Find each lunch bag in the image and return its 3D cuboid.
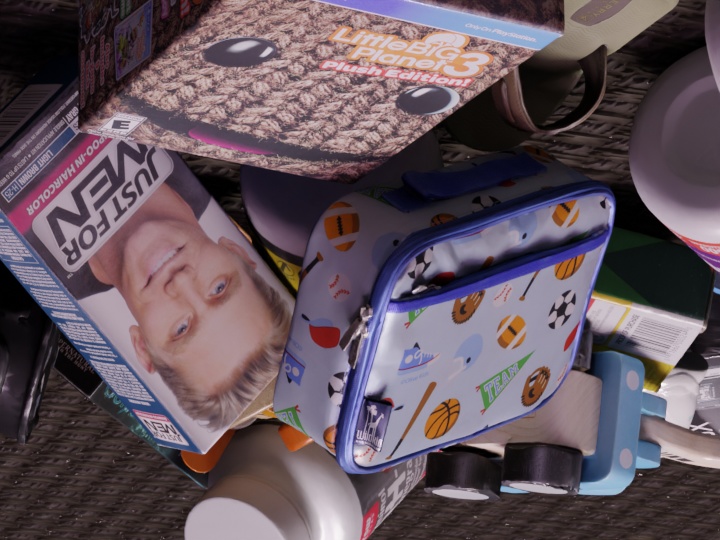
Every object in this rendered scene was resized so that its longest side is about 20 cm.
[{"bbox_3d":[0.045,0.016,1.534,0.200,0.075,0.161,-18,134,-45],"label":"lunch bag"}]

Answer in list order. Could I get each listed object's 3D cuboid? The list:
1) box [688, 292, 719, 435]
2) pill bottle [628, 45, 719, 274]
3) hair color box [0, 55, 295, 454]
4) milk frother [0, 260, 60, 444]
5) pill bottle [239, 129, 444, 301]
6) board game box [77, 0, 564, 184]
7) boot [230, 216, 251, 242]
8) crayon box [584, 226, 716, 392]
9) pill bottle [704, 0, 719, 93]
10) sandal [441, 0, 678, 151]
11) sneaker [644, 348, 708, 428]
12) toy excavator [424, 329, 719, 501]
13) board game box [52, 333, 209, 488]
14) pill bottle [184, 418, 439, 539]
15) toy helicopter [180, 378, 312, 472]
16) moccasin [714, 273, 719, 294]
[{"bbox_3d":[0.199,0.077,1.997,0.157,0.050,0.200,-7,157,14],"label":"box"},{"bbox_3d":[0.232,-0.043,1.610,0.112,0.113,0.200,-12,156,24],"label":"pill bottle"},{"bbox_3d":[-0.122,-0.008,1.549,0.200,0.100,0.060,52,158,-23],"label":"hair color box"},{"bbox_3d":[-0.252,-0.018,1.636,0.187,0.201,0.181,15,-177,-3],"label":"milk frother"},{"bbox_3d":[0.000,0.000,1.639,0.112,0.113,0.200,-4,143,6],"label":"pill bottle"},{"bbox_3d":[-0.023,-0.131,1.384,0.159,0.097,0.200,10,156,-27],"label":"board game box"},{"bbox_3d":[-0.105,0.010,1.763,0.144,0.071,0.201,-9,152,41],"label":"boot"},{"bbox_3d":[0.105,0.008,1.774,0.199,0.051,0.127,15,158,-4],"label":"crayon box"},{"bbox_3d":[0.276,-0.126,1.403,0.200,0.112,0.111,-18,153,34],"label":"pill bottle"},{"bbox_3d":[0.097,-0.105,1.514,0.080,0.058,0.201,7,157,-22],"label":"sandal"},{"bbox_3d":[0.119,0.075,1.878,0.200,0.081,0.070,12,-161,9],"label":"sneaker"},{"bbox_3d":[0.166,0.099,1.789,0.194,0.100,0.200,-7,163,45],"label":"toy excavator"},{"bbox_3d":[-0.171,0.065,1.860,0.135,0.028,0.200,37,175,27],"label":"board game box"},{"bbox_3d":[-0.031,0.133,1.904,0.111,0.111,0.200,-20,-165,38],"label":"pill bottle"},{"bbox_3d":[-0.038,0.063,1.834,0.132,0.079,0.200,-31,180,35],"label":"toy helicopter"},{"bbox_3d":[0.299,-0.009,1.749,0.199,0.081,0.068,-3,154,0],"label":"moccasin"}]
